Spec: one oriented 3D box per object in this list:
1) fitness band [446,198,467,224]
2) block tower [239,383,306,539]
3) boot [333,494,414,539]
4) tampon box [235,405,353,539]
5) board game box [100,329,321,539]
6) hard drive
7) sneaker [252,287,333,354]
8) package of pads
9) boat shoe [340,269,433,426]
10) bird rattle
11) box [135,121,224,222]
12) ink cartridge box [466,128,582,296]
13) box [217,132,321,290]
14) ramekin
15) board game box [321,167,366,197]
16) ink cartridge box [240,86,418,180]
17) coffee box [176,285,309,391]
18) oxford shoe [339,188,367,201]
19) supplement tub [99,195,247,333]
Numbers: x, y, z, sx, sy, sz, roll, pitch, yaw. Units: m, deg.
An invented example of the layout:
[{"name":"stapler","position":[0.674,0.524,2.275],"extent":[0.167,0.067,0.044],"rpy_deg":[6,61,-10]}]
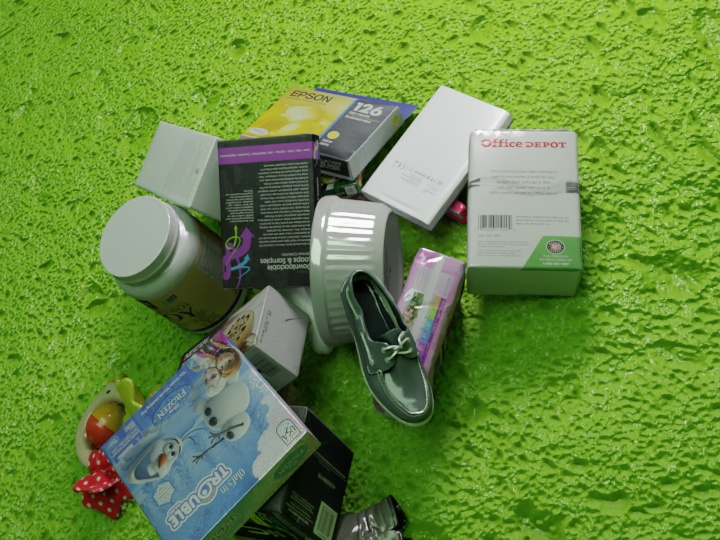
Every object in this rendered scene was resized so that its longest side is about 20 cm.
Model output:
[{"name":"fitness band","position":[0.156,-0.145,1.523],"extent":[0.144,0.038,0.200],"rpy_deg":[-45,53,-6]},{"name":"block tower","position":[-0.119,0.254,1.419],"extent":[0.057,0.054,0.203],"rpy_deg":[-4,62,26]},{"name":"boot","position":[0.004,0.373,1.279],"extent":[0.129,0.068,0.202],"rpy_deg":[-19,55,16]},{"name":"tampon box","position":[-0.134,0.247,1.302],"extent":[0.197,0.150,0.128],"rpy_deg":[0,61,27]},{"name":"board game box","position":[-0.176,0.201,1.227],"extent":[0.200,0.043,0.199],"rpy_deg":[-45,52,-5]},{"name":"hard drive","position":[0.108,-0.162,1.517],"extent":[0.131,0.025,0.201],"rpy_deg":[29,75,36]},{"name":"sneaker","position":[-0.097,0.027,1.487],"extent":[0.098,0.078,0.203],"rpy_deg":[-22,87,13]},{"name":"package of pads","position":[0.074,0.087,1.371],"extent":[0.075,0.121,0.202],"rpy_deg":[17,69,8]},{"name":"boat shoe","position":[0.030,0.089,1.272],"extent":[0.072,0.062,0.202],"rpy_deg":[-21,71,-11]},{"name":"bird rattle","position":[-0.351,0.243,1.544],"extent":[0.162,0.112,0.202],"rpy_deg":[26,89,48]},{"name":"box","position":[-0.216,-0.133,1.580],"extent":[0.199,0.151,0.108],"rpy_deg":[23,90,53]},{"name":"ink cartridge box","position":[0.210,-0.076,1.391],"extent":[0.143,0.085,0.203],"rpy_deg":[2,65,5]},{"name":"box","position":[-0.120,-0.076,1.433],"extent":[0.141,0.036,0.204],"rpy_deg":[-1,90,20]},{"name":"ramekin","position":[0.000,0.000,1.424],"extent":[0.093,0.203,0.205],"rpy_deg":[-1,61,11]},{"name":"board game box","position":[-0.035,-0.173,1.603],"extent":[0.103,0.024,0.202],"rpy_deg":[-9,39,18]},{"name":"ink cartridge box","position":[-0.044,-0.224,1.602],"extent":[0.195,0.047,0.201],"rpy_deg":[15,49,29]},{"name":"coffee box","position":[-0.166,0.127,1.440],"extent":[0.199,0.080,0.114],"rpy_deg":[-36,28,33]},{"name":"oxford shoe","position":[-0.048,-0.030,1.550],"extent":[0.073,0.071,0.201],"rpy_deg":[39,88,18]},{"name":"supplement tub","position":[-0.267,-0.008,1.550],"extent":[0.143,0.200,0.148],"rpy_deg":[-13,61,24]}]
